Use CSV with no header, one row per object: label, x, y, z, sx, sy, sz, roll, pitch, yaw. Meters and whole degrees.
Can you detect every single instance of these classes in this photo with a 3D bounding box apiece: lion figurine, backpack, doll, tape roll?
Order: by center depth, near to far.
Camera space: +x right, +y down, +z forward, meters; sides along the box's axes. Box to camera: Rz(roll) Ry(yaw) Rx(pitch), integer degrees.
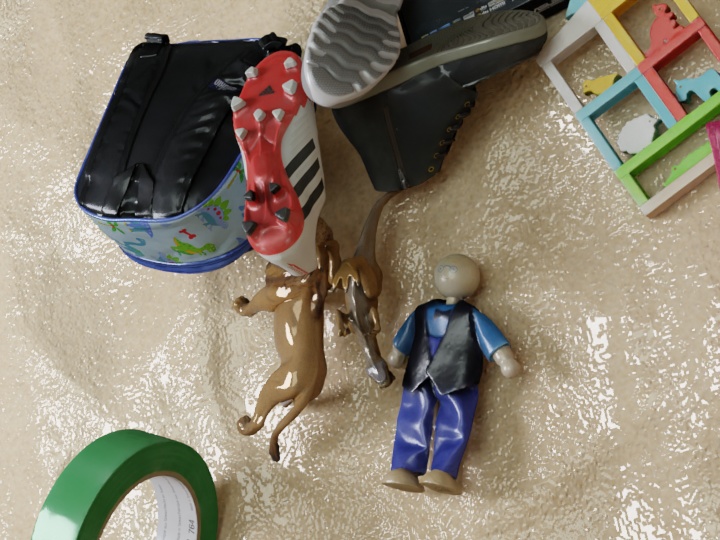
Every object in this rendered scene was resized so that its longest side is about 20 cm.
doll,0.073,0.084,1.456,0.136,0.048,0.201,-4,70,39
tape roll,-0.199,0.237,1.481,0.048,0.200,0.201,13,84,31
lion figurine,-0.057,0.055,1.504,0.122,0.072,0.201,-26,69,50
backpack,-0.142,-0.093,1.551,0.182,0.147,0.201,5,57,31

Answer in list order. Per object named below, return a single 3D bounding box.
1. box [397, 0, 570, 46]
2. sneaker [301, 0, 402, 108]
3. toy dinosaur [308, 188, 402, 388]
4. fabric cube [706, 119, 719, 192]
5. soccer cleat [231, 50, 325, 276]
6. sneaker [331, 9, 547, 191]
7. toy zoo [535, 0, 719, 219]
box,0.118,-0.287,1.530,0.199,0.043,0.161,-24,67,23
sneaker,-0.008,-0.191,1.485,0.075,0.200,0.082,29,131,-5
toy dinosaur,0.000,0.000,1.480,0.060,0.106,0.201,-5,72,29
fabric cube,0.380,-0.019,1.222,0.199,0.200,0.197,-15,71,26
soccer cleat,-0.063,-0.089,1.448,0.068,0.085,0.201,-15,58,18
sneaker,0.080,-0.145,1.491,0.199,0.075,0.107,-19,113,19
toy zoo,0.233,-0.160,1.433,0.131,0.020,0.200,-37,69,16
